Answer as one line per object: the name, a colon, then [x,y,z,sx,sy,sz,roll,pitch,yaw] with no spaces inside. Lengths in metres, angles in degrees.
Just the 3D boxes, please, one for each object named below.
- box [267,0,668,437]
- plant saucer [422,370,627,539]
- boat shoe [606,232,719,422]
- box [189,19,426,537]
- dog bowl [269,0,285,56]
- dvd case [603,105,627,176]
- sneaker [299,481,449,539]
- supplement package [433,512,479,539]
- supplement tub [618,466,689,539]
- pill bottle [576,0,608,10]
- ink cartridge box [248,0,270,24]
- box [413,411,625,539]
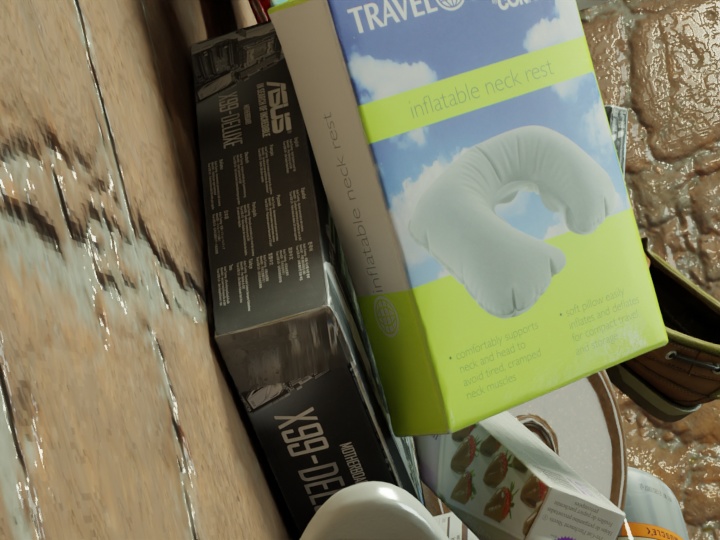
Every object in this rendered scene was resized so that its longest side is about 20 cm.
box: [0.042,-0.048,0.998,0.048,0.122,0.201,-8,-80,57]
plant saucer: [0.071,0.093,1.232,0.200,0.037,0.201,7,80,-43]
boat shoe: [0.126,0.002,1.324,0.200,0.068,0.072,32,47,-24]
box: [-0.021,0.014,1.051,0.200,0.050,0.158,-99,171,-51]
dog bowl: [0.018,-0.070,1.103,0.200,0.049,0.112,47,24,-63]
dvd case: [0.080,0.007,1.424,0.022,0.146,0.201,8,84,-53]
sneaker: [0.002,0.115,0.931,0.200,0.070,0.099,78,-1,-50]
supplement package: [0.069,0.217,1.106,0.156,0.110,0.201,-77,152,-80]
supplement tub: [0.140,0.219,1.399,0.123,0.122,0.201,69,8,-52]
pill bottle: [0.049,-0.180,1.558,0.113,0.199,0.113,-15,90,-85]
ink cartridge box: [-0.032,-0.164,1.256,0.116,0.067,0.200,68,1,-54]
box: [0.052,0.081,1.072,0.039,0.041,0.200,-64,-156,6]
